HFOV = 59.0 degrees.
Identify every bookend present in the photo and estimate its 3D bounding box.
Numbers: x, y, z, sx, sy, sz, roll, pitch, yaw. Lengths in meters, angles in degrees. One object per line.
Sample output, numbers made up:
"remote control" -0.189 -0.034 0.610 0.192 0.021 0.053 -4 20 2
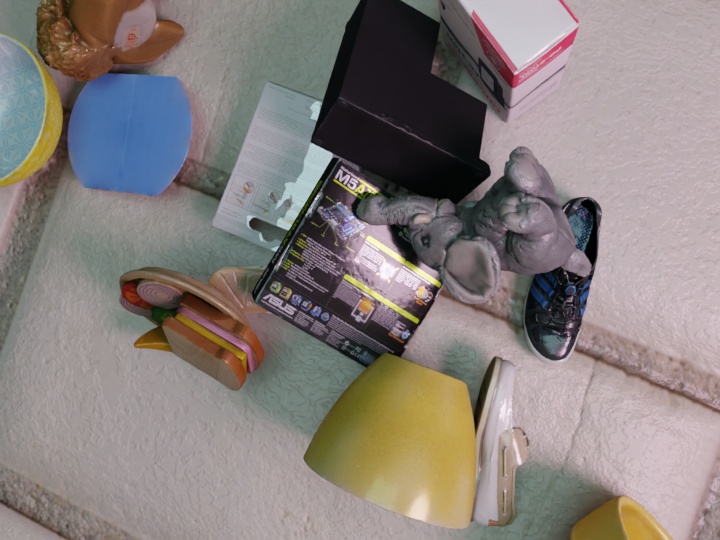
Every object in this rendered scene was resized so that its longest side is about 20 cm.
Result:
"bookend" 0.063 -0.215 0.775 0.196 0.092 0.203 22 62 -17

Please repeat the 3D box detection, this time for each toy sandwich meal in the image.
"toy sandwich meal" -0.212 0.075 0.773 0.202 0.206 0.071 18 60 10

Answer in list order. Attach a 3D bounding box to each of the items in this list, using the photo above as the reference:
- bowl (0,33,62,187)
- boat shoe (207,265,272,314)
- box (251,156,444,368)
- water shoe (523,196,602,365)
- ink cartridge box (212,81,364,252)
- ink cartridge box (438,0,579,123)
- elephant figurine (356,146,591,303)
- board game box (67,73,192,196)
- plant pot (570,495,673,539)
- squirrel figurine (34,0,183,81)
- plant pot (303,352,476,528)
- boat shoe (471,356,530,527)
"bowl" -0.482 -0.205 0.869 0.196 0.108 0.204 -1 87 10
"boat shoe" -0.093 0.024 0.814 0.196 0.069 0.072 11 98 -11
"box" 0.000 0.000 0.770 0.198 0.047 0.195 31 90 -18
"water shoe" 0.238 0.012 0.753 0.070 0.079 0.204 9 88 10
"ink cartridge box" -0.084 -0.124 0.832 0.160 0.057 0.203 22 94 9
"ink cartridge box" 0.161 -0.269 0.722 0.084 0.200 0.146 -35 82 8
"elephant figurine" 0.122 -0.038 0.709 0.198 0.141 0.158 -27 69 27
"board game box" -0.309 -0.184 0.877 0.196 0.039 0.161 7 89 17
"plant pot" 0.265 0.382 0.681 0.189 0.200 0.202 -43 81 21
"squirrel figurine" -0.367 -0.359 0.848 0.200 0.142 0.187 -42 74 1
"plant pot" 0.050 0.178 0.722 0.197 0.200 0.144 18 83 10
"boat shoe" 0.167 0.205 0.761 0.067 0.075 0.204 10 99 8
